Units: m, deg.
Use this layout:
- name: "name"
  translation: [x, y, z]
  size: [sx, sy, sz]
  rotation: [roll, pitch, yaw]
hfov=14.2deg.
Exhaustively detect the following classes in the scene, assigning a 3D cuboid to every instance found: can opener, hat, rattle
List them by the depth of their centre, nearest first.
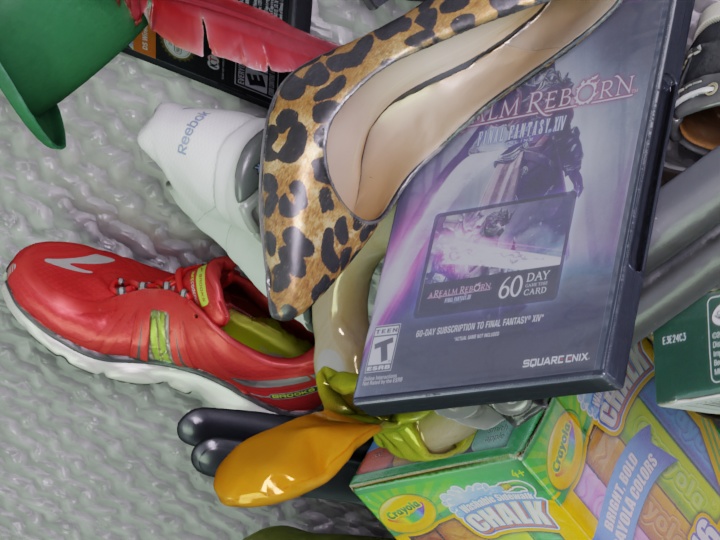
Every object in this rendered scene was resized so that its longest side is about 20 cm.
- name: "can opener"
  translation: [0.106, 0.002, 1.298]
  size: [0.200, 0.067, 0.053]
  rotation: [-37, 121, 23]
- name: "hat"
  translation: [-0.098, -0.161, 1.350]
  size: [0.175, 0.166, 0.200]
  rotation: [-24, 143, 4]
- name: "rattle"
  translation: [0.000, 0.000, 1.373]
  size: [0.142, 0.130, 0.201]
  rotation: [-2, 127, -27]
- name: "can opener"
  translation: [-0.007, 0.103, 1.579]
  size: [0.199, 0.063, 0.079]
  rotation: [10, 107, -22]

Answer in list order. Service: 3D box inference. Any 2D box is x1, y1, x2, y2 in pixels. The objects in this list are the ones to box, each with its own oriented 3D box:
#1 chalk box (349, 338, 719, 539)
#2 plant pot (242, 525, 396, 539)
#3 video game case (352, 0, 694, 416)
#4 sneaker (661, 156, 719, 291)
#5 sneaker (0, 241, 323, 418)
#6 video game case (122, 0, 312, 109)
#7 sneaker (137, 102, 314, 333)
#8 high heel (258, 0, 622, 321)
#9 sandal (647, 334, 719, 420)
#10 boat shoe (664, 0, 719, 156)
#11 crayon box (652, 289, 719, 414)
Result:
- name: "chalk box"
  translation: [0.089, 0.096, 1.495]
  size: [0.124, 0.124, 0.200]
  rotation: [-15, 125, 45]
- name: "plant pot"
  translation: [0.006, 0.238, 1.685]
  size: [0.192, 0.200, 0.201]
  rotation: [17, 144, 37]
- name: "video game case"
  translation: [0.073, -0.035, 1.294]
  size: [0.142, 0.201, 0.019]
  rotation: [-9, 150, 41]
- name: "sneaker"
  translation: [0.153, -0.015, 1.368]
  size: [0.199, 0.073, 0.085]
  rotation: [12, 170, 42]
- name: "sneaker"
  translation: [-0.097, 0.018, 1.589]
  size: [0.199, 0.077, 0.085]
  rotation: [19, 138, -1]
- name: "video game case"
  translation: [-0.106, -0.177, 1.395]
  size: [0.180, 0.026, 0.200]
  rotation: [22, 144, 12]
- name: "sneaker"
  translation: [-0.049, -0.035, 1.467]
  size: [0.087, 0.075, 0.200]
  rotation: [25, 163, 24]
- name: "high heel"
  translation: [0.034, -0.066, 1.284]
  size: [0.142, 0.201, 0.071]
  rotation: [3, 154, 36]
- name: "sandal"
  translation: [0.186, 0.053, 1.436]
  size: [0.200, 0.055, 0.082]
  rotation: [42, 142, -15]
- name: "boat shoe"
  translation: [0.232, -0.061, 1.262]
  size: [0.199, 0.068, 0.072]
  rotation: [14, 139, 19]
- name: "crayon box"
  translation: [0.244, 0.039, 1.324]
  size: [0.125, 0.052, 0.199]
  rotation: [-14, 162, 43]
